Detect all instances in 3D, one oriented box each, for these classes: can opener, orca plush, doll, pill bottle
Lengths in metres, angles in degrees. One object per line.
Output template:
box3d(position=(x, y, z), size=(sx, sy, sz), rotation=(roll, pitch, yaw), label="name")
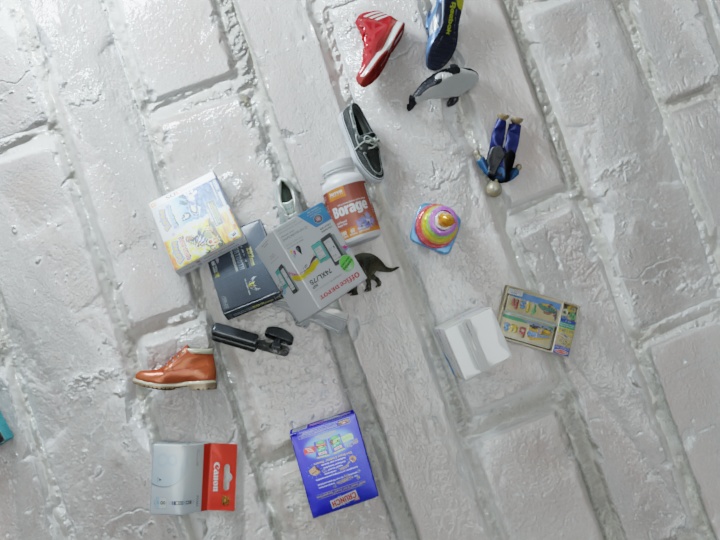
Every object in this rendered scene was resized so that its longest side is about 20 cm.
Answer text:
box3d(position=(-0.262, 0.160, 1.646), size=(0.196, 0.054, 0.068), rotation=(16, 54, -2), label="can opener")
box3d(position=(0.197, -0.465, 1.705), size=(0.198, 0.071, 0.106), rotation=(-34, 133, 0), label="orca plush")
box3d(position=(0.348, -0.285, 1.696), size=(0.133, 0.048, 0.205), rotation=(10, 92, -12), label="doll")
box3d(position=(-0.029, -0.164, 1.637), size=(0.110, 0.112, 0.204), rotation=(-18, 88, -4), label="pill bottle")

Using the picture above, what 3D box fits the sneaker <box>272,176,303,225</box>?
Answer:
box3d(position=(-0.170, -0.132, 1.645), size=(0.069, 0.080, 0.204), rotation=(-20, 89, -6), label="sneaker")

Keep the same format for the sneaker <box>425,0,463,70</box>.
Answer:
box3d(position=(0.202, -0.607, 1.702), size=(0.073, 0.082, 0.204), rotation=(8, 105, -29), label="sneaker")

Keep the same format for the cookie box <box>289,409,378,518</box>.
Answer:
box3d(position=(-0.065, 0.460, 1.617), size=(0.167, 0.075, 0.204), rotation=(-16, 87, -4), label="cookie box")

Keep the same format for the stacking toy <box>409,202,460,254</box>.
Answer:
box3d(position=(0.191, -0.113, 1.602), size=(0.114, 0.200, 0.112), rotation=(21, 86, -1), label="stacking toy")

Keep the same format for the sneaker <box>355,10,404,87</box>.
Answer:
box3d(position=(0.018, -0.561, 1.692), size=(0.114, 0.079, 0.202), rotation=(31, 73, 7), label="sneaker")

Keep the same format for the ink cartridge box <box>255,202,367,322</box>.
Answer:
box3d(position=(-0.113, -0.015, 1.528), size=(0.146, 0.146, 0.202), rotation=(-32, 90, -29), label="ink cartridge box")

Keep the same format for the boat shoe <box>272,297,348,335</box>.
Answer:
box3d(position=(-0.128, 0.108, 1.643), size=(0.196, 0.072, 0.070), rotation=(17, 86, -11), label="boat shoe")

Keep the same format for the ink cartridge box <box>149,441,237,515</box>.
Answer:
box3d(position=(-0.397, 0.496, 1.611), size=(0.195, 0.047, 0.164), rotation=(2, 86, -1), label="ink cartridge box")

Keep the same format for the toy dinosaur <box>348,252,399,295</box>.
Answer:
box3d(position=(0.000, 0.000, 1.648), size=(0.195, 0.077, 0.105), rotation=(-12, 98, 0), label="toy dinosaur")

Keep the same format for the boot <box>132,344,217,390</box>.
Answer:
box3d(position=(-0.443, 0.233, 1.617), size=(0.195, 0.075, 0.110), rotation=(0, 83, -12), label="boot")

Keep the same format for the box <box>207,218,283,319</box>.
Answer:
box3d(position=(-0.277, -0.004, 1.615), size=(0.155, 0.051, 0.203), rotation=(-20, 68, -4), label="box")

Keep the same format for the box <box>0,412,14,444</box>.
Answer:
box3d(position=(-0.908, 0.329, 1.593), size=(0.081, 0.049, 0.203), rotation=(-29, 89, -4), label="box")

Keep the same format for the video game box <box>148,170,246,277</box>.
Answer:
box3d(position=(-0.392, -0.115, 1.620), size=(0.180, 0.047, 0.202), rotation=(-28, 69, -2), label="video game box")

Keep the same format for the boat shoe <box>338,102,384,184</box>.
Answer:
box3d(position=(0.015, -0.315, 1.662), size=(0.073, 0.068, 0.203), rotation=(-15, 80, -40), label="boat shoe")

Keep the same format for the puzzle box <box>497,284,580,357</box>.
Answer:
box3d(position=(0.439, 0.127, 1.689), size=(0.196, 0.025, 0.136), rotation=(15, 87, -2), label="puzzle box")

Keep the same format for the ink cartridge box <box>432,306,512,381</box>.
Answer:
box3d(position=(0.263, 0.169, 1.589), size=(0.123, 0.200, 0.131), rotation=(-25, 88, -4), label="ink cartridge box")
